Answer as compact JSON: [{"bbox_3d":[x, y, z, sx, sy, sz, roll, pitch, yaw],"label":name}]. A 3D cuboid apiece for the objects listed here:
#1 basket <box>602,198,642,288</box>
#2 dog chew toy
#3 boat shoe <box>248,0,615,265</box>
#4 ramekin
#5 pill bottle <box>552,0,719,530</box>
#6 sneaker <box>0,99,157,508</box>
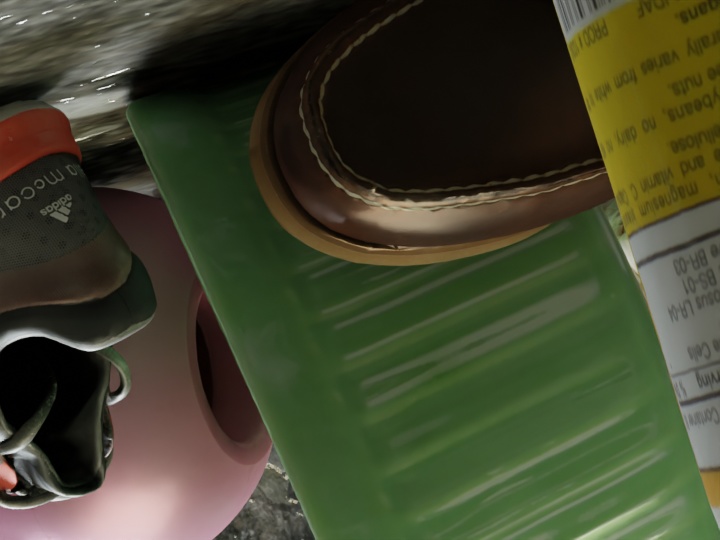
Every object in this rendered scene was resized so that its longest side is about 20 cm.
[{"bbox_3d":[0.183,0.020,1.016,0.198,0.201,0.161,-39,-167,-32],"label":"basket"},{"bbox_3d":[-0.129,0.044,0.883,0.199,0.125,0.124,-10,179,21],"label":"dog chew toy"},{"bbox_3d":[0.068,-0.059,0.647,0.199,0.071,0.070,-23,175,-28],"label":"boat shoe"},{"bbox_3d":[0.021,0.028,0.743,0.097,0.201,0.200,-24,177,-3],"label":"ramekin"},{"bbox_3d":[0.104,-0.010,0.482,0.112,0.201,0.113,-17,176,-1],"label":"pill bottle"},{"bbox_3d":[-0.108,0.039,0.733,0.077,0.082,0.200,-33,167,-34],"label":"sneaker"}]
